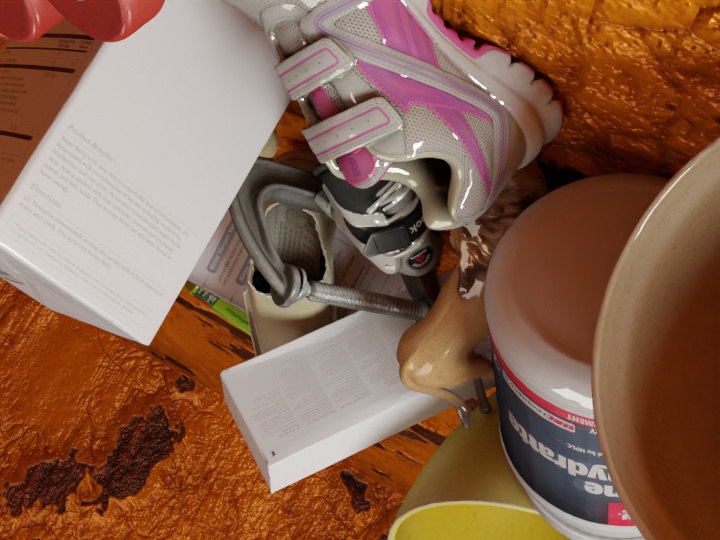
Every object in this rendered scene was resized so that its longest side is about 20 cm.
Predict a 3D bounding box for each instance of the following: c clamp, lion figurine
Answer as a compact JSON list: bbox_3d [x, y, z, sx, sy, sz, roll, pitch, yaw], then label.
[{"bbox_3d":[0.000,0.000,0.812,0.199,0.172,0.027,17,136,-34],"label":"c clamp"},{"bbox_3d":[0.067,0.017,0.722,0.122,0.201,0.072,-3,-150,-47],"label":"lion figurine"}]

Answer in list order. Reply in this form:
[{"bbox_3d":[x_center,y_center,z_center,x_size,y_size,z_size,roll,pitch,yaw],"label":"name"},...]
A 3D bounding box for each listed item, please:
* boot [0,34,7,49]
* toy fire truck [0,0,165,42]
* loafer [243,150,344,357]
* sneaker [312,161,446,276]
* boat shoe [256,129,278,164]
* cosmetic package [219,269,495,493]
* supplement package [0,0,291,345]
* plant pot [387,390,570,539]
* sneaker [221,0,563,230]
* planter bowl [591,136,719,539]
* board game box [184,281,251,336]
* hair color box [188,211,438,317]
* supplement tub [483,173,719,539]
[{"bbox_3d":[-0.268,-0.143,0.940,0.075,0.108,0.200,30,165,6],"label":"boot"},{"bbox_3d":[-0.124,-0.193,0.492,0.199,0.112,0.168,12,139,49],"label":"toy fire truck"},{"bbox_3d":[-0.053,0.014,0.898,0.075,0.201,0.068,4,-157,13],"label":"loafer"},{"bbox_3d":[0.022,-0.042,0.729,0.089,0.074,0.200,52,176,5],"label":"sneaker"},{"bbox_3d":[-0.141,-0.109,0.865,0.199,0.074,0.066,18,157,39],"label":"boat shoe"},{"bbox_3d":[0.008,0.076,0.869,0.083,0.199,0.051,58,162,31],"label":"cosmetic package"},{"bbox_3d":[-0.141,-0.081,0.695,0.119,0.201,0.121,13,159,48],"label":"supplement package"},{"bbox_3d":[0.134,0.157,0.859,0.199,0.143,0.201,15,143,11],"label":"plant pot"},{"bbox_3d":[0.004,-0.091,0.587,0.199,0.089,0.081,32,161,-14],"label":"sneaker"},{"bbox_3d":[0.212,0.045,0.478,0.134,0.202,0.200,20,176,-42],"label":"planter bowl"},{"bbox_3d":[-0.057,0.024,1.090,0.200,0.102,0.048,40,-177,-35],"label":"board game box"},{"bbox_3d":[-0.048,-0.003,0.975,0.199,0.099,0.061,29,-172,4],"label":"hair color box"},{"bbox_3d":[0.142,0.058,0.665,0.140,0.141,0.200,23,152,25],"label":"supplement tub"}]
